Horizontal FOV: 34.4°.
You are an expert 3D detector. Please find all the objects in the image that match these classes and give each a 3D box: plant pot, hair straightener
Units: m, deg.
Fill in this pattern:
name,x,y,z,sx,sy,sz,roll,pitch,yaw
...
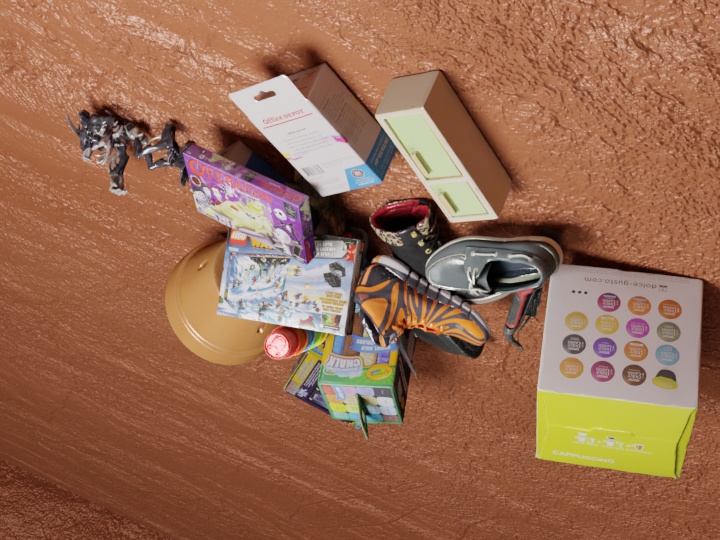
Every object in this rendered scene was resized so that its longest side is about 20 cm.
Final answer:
name,x,y,z,sx,sy,sz,roll,pitch,yaw
plant pot,-0.188,0.030,1.803,0.199,0.201,0.140,32,148,-12
hair straightener,0.242,0.027,1.593,0.041,0.077,0.201,36,135,34

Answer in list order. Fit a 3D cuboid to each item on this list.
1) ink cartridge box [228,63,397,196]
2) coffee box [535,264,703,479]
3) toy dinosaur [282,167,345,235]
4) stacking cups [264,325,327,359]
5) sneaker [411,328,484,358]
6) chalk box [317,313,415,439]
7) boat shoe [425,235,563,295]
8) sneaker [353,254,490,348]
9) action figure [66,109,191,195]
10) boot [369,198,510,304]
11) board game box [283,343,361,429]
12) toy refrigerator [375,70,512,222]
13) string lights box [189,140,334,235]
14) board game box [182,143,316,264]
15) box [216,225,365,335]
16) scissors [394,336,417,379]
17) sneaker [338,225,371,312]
name,x,y,z,sx,sy,sz,roll,pitch,yaw
ink cartridge box,-0.060,-0.191,1.493,0.115,0.068,0.200,-9,136,43
coffee box,0.342,0.136,1.550,0.198,0.199,0.201,6,146,12
toy dinosaur,-0.083,-0.111,1.629,0.047,0.088,0.201,38,162,40
stacking cups,-0.096,0.095,1.734,0.060,0.061,0.200,20,-174,9
sneaker,0.102,0.072,1.784,0.090,0.076,0.200,-7,136,50
chalk box,0.009,0.165,1.847,0.123,0.201,0.125,3,145,13
boat shoe,0.164,-0.002,1.524,0.199,0.062,0.073,-7,119,33
sneaker,0.077,0.074,1.633,0.199,0.112,0.078,30,157,4
action figure,-0.351,-0.175,1.703,0.199,0.103,0.119,11,159,20
boot,0.116,-0.028,1.620,0.199,0.073,0.151,7,145,38
board game box,-0.038,0.199,2.099,0.165,0.057,0.200,29,150,-3
toy refrigerator,0.105,-0.147,1.440,0.076,0.070,0.200,-3,140,38
string lights box,-0.139,-0.095,1.711,0.200,0.059,0.103,39,145,-22
board game box,-0.152,-0.092,1.603,0.199,0.032,0.120,26,142,24
box,-0.100,0.010,1.661,0.199,0.138,0.040,9,-178,17
scissors,0.051,0.099,1.770,0.014,0.201,0.073,2,141,-25
sneaker,0.000,0.000,1.758,0.095,0.080,0.200,8,149,-7
